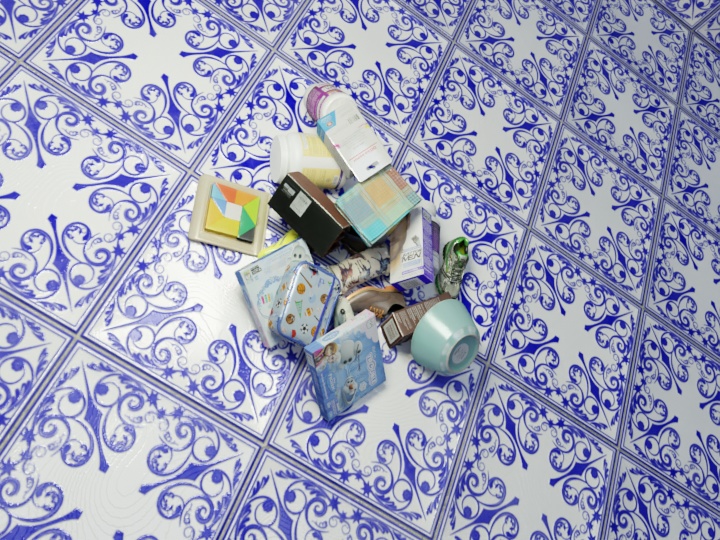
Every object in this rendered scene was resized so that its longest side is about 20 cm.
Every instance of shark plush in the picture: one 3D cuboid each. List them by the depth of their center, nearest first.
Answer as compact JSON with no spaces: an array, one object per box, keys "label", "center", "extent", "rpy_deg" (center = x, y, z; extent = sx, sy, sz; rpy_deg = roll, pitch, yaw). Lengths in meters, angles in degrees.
[{"label":"shark plush","center":[-0.046,0.173,1.562],"extent":[0.089,0.082,0.208],"rpy_deg":[-6,101,-46]}]

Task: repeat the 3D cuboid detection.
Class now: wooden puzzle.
[{"label":"wooden puzzle","center":[-0.337,-0.147,1.588],"extent":[0.194,0.037,0.191],"rpy_deg":[13,66,-19]}]

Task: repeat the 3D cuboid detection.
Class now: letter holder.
[{"label":"letter holder","center":[-0.116,-0.152,1.574],"extent":[0.200,0.101,0.142],"rpy_deg":[44,22,5]}]

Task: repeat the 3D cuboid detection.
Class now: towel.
[{"label":"towel","center":[0.046,-0.174,1.550],"extent":[0.199,0.022,0.147],"rpy_deg":[-40,83,-22]}]

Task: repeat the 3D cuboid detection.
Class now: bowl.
[{"label":"bowl","center":[0.240,0.191,1.604],"extent":[0.196,0.207,0.105],"rpy_deg":[-19,35,-28]}]

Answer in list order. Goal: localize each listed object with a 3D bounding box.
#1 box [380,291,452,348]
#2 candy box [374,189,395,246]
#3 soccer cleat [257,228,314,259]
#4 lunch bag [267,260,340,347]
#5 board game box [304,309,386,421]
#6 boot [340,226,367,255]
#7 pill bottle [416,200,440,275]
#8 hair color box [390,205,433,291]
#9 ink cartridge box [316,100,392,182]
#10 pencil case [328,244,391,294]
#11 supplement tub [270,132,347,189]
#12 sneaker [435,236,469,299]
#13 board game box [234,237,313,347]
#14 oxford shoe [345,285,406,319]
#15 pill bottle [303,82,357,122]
[{"label":"box","center":[0.161,0.133,1.658],"extent":[0.195,0.100,0.077],"rpy_deg":[-16,72,-28]},{"label":"candy box","center":[0.053,-0.156,1.667],"extent":[0.055,0.200,0.121],"rpy_deg":[-2,70,-20]},{"label":"soccer cleat","center":[-0.190,-0.069,1.618],"extent":[0.196,0.066,0.084],"rpy_deg":[-24,53,-25]},{"label":"lunch bag","center":[-0.130,0.081,1.493],"extent":[0.158,0.075,0.206],"rpy_deg":[29,75,-33]},{"label":"board game box","center":[-0.032,0.232,1.504],"extent":[0.196,0.043,0.206],"rpy_deg":[-30,122,-31]},{"label":"boot","center":[-0.054,-0.126,1.669],"extent":[0.197,0.097,0.076],"rpy_deg":[34,60,-8]},{"label":"pill bottle","center":[0.174,-0.091,1.747],"extent":[0.108,0.111,0.207],"rpy_deg":[13,66,-18]},{"label":"hair color box","center":[0.136,-0.058,1.642],"extent":[0.064,0.107,0.206],"rpy_deg":[33,49,-45]},{"label":"ink cartridge box","center":[-0.017,-0.325,1.597],"extent":[0.113,0.068,0.203],"rpy_deg":[-32,81,-14]},{"label":"pencil case","center":[0.000,0.000,1.654],"extent":[0.196,0.079,0.090],"rpy_deg":[-24,66,-29]},{"label":"supplement tub","center":[-0.140,-0.300,1.672],"extent":[0.194,0.145,0.150],"rpy_deg":[-1,70,-23]},{"label":"sneaker","center":[0.271,-0.010,1.773],"extent":[0.076,0.085,0.206],"rpy_deg":[17,65,-16]},{"label":"board game box","center":[-0.191,0.053,1.529],"extent":[0.197,0.043,0.205],"rpy_deg":[-29,105,-31]},{"label":"oxford shoe","center":[0.039,0.091,1.631],"extent":[0.194,0.072,0.074],"rpy_deg":[-9,55,-26]},{"label":"pill bottle","center":[-0.092,-0.466,1.730],"extent":[0.109,0.116,0.200],"rpy_deg":[-8,31,-25]}]
